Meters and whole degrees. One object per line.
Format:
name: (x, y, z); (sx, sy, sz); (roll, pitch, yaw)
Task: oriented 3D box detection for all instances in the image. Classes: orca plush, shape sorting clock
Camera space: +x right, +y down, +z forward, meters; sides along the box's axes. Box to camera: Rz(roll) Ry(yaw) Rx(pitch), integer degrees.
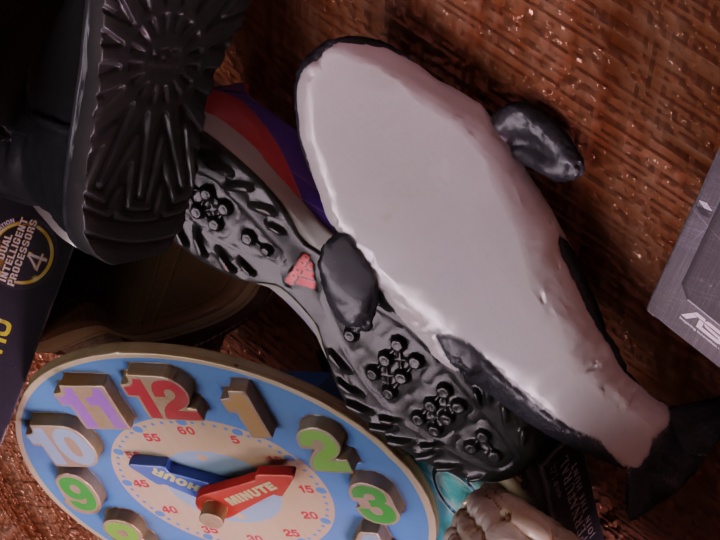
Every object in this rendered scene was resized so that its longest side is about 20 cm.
orca plush: (0.057, -0.008, 0.745); (0.199, 0.071, 0.106); (35, 107, 4)
shape sorting clock: (-0.062, 0.098, 0.919); (0.198, 0.039, 0.201); (12, 140, 11)

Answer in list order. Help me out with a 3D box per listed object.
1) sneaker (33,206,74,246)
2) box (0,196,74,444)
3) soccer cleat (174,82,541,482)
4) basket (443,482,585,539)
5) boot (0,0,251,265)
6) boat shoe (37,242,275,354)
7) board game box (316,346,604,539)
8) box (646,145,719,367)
sneaker: (-0.146, -0.100, 0.897); (0.200, 0.076, 0.081); (41, 134, 12)
box: (-0.197, 0.035, 0.984); (0.049, 0.162, 0.200); (19, -179, -19)
soccer cleat: (0.000, 0.000, 0.806); (0.200, 0.073, 0.068); (41, 128, 3)
basket: (0.081, 0.192, 0.734); (0.197, 0.161, 0.200); (32, 178, 3)
boot: (-0.131, -0.109, 0.796); (0.199, 0.065, 0.166); (27, 103, 46)
boat shoe: (-0.092, 0.015, 0.973); (0.072, 0.073, 0.199); (28, 153, -33)
board game box: (0.057, 0.124, 0.922); (0.135, 0.028, 0.201); (24, 144, 40)
box: (0.187, 0.018, 0.574); (0.200, 0.048, 0.159); (39, 151, 16)
